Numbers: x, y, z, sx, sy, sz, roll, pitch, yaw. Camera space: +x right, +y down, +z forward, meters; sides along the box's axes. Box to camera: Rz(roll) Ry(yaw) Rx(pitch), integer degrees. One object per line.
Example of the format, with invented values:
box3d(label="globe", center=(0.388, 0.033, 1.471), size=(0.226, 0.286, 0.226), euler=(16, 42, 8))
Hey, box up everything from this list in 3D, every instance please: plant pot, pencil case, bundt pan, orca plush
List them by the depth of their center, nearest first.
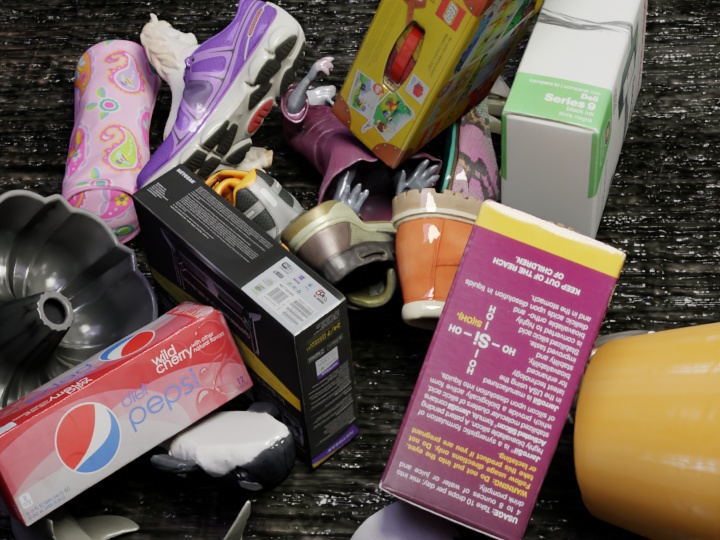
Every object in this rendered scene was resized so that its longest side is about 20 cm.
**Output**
box3d(label="plant pot", center=(0.250, 0.115, 0.937), size=(0.181, 0.201, 0.202), euler=(3, 49, 32))
box3d(label="orca plush", center=(-0.118, 0.150, 1.035), size=(0.198, 0.072, 0.105), euler=(-7, 16, 32))
box3d(label="bundt pan", center=(-0.256, 0.045, 1.085), size=(0.075, 0.201, 0.204), euler=(-30, 36, 41))
box3d(label="pencil case", center=(-0.225, -0.115, 1.259), size=(0.086, 0.088, 0.202), euler=(-8, 50, 3))

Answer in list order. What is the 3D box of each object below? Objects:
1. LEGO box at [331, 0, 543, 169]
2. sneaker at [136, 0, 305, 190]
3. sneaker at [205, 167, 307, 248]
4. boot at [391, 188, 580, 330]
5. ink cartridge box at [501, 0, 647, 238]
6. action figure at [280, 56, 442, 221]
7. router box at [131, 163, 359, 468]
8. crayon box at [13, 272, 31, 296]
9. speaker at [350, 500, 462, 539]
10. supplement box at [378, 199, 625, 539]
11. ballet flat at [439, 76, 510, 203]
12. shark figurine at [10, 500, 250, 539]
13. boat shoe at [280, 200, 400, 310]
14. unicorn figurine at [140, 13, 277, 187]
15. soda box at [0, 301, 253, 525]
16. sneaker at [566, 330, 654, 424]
box3d(label="LEGO box", center=(0.075, -0.199, 1.103), size=(0.077, 0.201, 0.149), euler=(42, 51, 10))
box3d(label="sneaker", center=(-0.127, -0.142, 1.187), size=(0.083, 0.081, 0.201), euler=(38, 93, 22))
box3d(label="sneaker", center=(-0.108, -0.047, 1.149), size=(0.078, 0.078, 0.199), euler=(-48, 25, -27))
box3d(label="boot", center=(0.109, 0.012, 1.079), size=(0.198, 0.075, 0.109), euler=(11, 68, -30))
box3d(label="ink cartridge box", center=(0.182, -0.145, 1.173), size=(0.083, 0.147, 0.202), euler=(12, 54, 16))
box3d(label="action figure", center=(-0.017, -0.103, 1.228), size=(0.200, 0.133, 0.150), euler=(43, 111, 48))
box3d(label="router box", center=(-0.087, 0.034, 1.064), size=(0.052, 0.159, 0.199), euler=(-34, 54, -25))
box3d(label="crayon box", center=(-0.363, 0.078, 1.142), size=(0.170, 0.059, 0.202), euler=(1, 51, 12))
box3d(label="speaker", center=(0.064, 0.249, 0.917), size=(0.080, 0.082, 0.201), euler=(-24, 51, -11))
box3d(label="supplement box", center=(0.098, 0.067, 0.943), size=(0.102, 0.131, 0.203), euler=(20, 90, 8))
box3d(label="ballet flat", center=(0.104, -0.134, 1.238), size=(0.070, 0.069, 0.202), euler=(7, 54, -8))
box3d(label="shark figurine", center=(-0.188, 0.197, 0.999), size=(0.211, 0.090, 0.129), euler=(11, 55, 20))
box3d(label="boat shoe", center=(0.001, -0.001, 1.077), size=(0.071, 0.201, 0.067), euler=(-31, 72, 13))
box3d(label="unicorn figurine", center=(-0.140, -0.157, 1.252), size=(0.135, 0.074, 0.203), euler=(8, 62, -3))
box3d(label="soda box", center=(-0.180, 0.100, 1.006), size=(0.199, 0.071, 0.063), euler=(-31, 18, -28))
box3d(label="sneaker", center=(0.133, 0.071, 1.056), size=(0.197, 0.078, 0.082), euler=(-15, 44, -4))
